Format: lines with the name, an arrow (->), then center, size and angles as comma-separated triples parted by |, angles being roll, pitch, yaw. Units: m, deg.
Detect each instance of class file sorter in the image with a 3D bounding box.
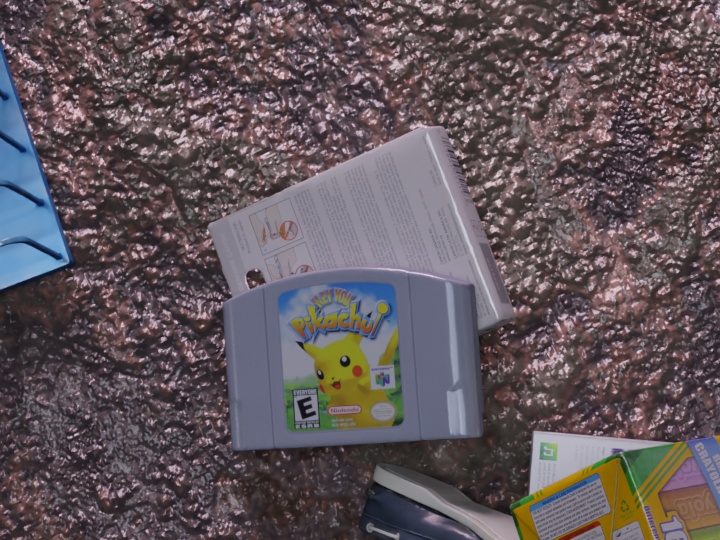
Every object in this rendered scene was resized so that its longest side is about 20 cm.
file sorter -> -0.330, -0.080, 1.391 | 0.139, 0.123, 0.200 | -21, 81, 4

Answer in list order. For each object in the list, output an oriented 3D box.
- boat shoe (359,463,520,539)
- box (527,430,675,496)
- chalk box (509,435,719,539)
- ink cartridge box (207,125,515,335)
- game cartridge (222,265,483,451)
boat shoe -> 0.081, 0.203, 1.308 | 0.200, 0.075, 0.062 | 23, 98, 30
box -> 0.220, 0.198, 1.334 | 0.200, 0.036, 0.145 | 5, 83, 9
chalk box -> 0.227, 0.185, 1.228 | 0.200, 0.124, 0.124 | -4, 68, -39
ink cartridge box -> 0.000, 0.000, 1.390 | 0.200, 0.050, 0.161 | -24, 80, 21
game cartridge -> -0.009, 0.064, 1.350 | 0.200, 0.040, 0.134 | -6, 83, 21
